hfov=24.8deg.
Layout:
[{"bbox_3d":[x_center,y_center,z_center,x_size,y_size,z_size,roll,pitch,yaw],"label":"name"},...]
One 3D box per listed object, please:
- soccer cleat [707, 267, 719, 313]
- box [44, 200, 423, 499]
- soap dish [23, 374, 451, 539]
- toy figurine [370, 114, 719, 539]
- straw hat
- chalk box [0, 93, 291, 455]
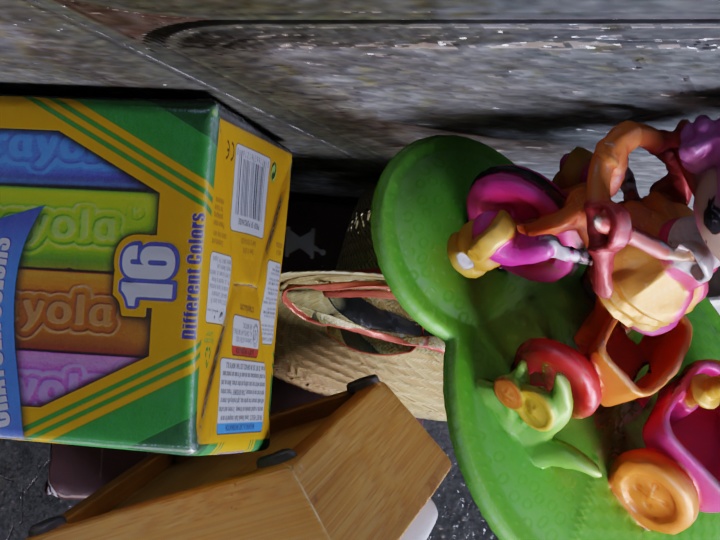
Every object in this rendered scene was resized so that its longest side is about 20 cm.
[{"bbox_3d":[0.121,0.000,0.868,0.198,0.070,0.077,-5,169,20],"label":"soccer cleat"},{"bbox_3d":[-0.072,0.046,0.930,0.198,0.168,0.164,4,176,-9],"label":"box"},{"bbox_3d":[-0.054,0.117,0.735,0.156,0.082,0.200,-18,-177,16],"label":"soap dish"},{"bbox_3d":[0.120,0.004,0.535,0.150,0.200,0.184,-43,-174,-37],"label":"toy figurine"},{"bbox_3d":[0.030,0.002,0.779,0.199,0.086,0.201,8,159,3],"label":"straw hat"},{"bbox_3d":[-0.138,0.002,0.625,0.198,0.125,0.125,3,176,11],"label":"chalk box"}]
